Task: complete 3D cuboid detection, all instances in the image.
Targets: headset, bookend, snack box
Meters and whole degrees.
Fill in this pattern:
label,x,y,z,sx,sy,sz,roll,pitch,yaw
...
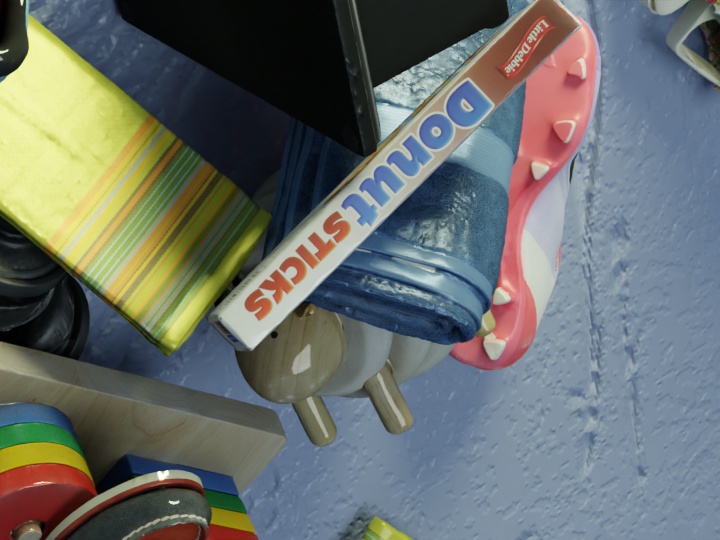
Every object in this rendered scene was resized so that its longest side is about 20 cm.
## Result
label,x,y,z,sx,sy,sz,roll,pitch,yaw
headset,-0.155,0.017,1.135,0.199,0.094,0.124,-22,151,-12
bookend,0.013,-0.164,1.126,0.200,0.199,0.092,-31,128,-25
snack box,0.013,-0.042,1.088,0.200,0.072,0.024,-45,93,-6

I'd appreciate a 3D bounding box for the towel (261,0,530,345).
label,x,y,z,sx,sy,sz,roll,pitch,yaw
towel,0.021,-0.065,1.187,0.111,0.201,0.049,14,146,-6

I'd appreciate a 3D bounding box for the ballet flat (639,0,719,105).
label,x,y,z,sx,sy,sz,roll,pitch,yaw
ballet flat,0.189,-0.150,1.366,0.064,0.076,0.200,-39,129,5

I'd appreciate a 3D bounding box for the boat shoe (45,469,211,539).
label,x,y,z,sx,sy,sz,roll,pitch,yaw
boat shoe,-0.126,0.170,1.127,0.071,0.063,0.200,17,124,-40

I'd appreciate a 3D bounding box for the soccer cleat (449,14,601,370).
label,x,y,z,sx,sy,sz,roll,pitch,yaw
soccer cleat,0.088,-0.043,1.353,0.076,0.066,0.201,-16,121,-69

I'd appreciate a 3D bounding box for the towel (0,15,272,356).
label,x,y,z,sx,sy,sz,roll,pitch,yaw
towel,-0.136,-0.055,1.100,0.200,0.018,0.086,40,61,-6

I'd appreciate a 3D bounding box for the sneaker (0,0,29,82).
label,x,y,z,sx,sy,sz,roll,pitch,yaw
sneaker,-0.164,-0.169,1.037,0.078,0.090,0.201,-12,98,-33

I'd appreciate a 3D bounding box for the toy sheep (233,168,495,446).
label,x,y,z,sx,sy,sz,roll,pitch,yaw
toy sheep,0.000,0.000,1.249,0.200,0.137,0.138,-49,141,-48

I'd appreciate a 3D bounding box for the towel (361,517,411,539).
label,x,y,z,sx,sy,sz,roll,pitch,yaw
towel,-0.028,0.236,1.415,0.200,0.018,0.086,-51,129,-5

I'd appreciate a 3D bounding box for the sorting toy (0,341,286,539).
label,x,y,z,sx,sy,sz,roll,pitch,yaw
sorting toy,-0.158,0.138,1.179,0.198,0.070,0.200,17,126,-42
